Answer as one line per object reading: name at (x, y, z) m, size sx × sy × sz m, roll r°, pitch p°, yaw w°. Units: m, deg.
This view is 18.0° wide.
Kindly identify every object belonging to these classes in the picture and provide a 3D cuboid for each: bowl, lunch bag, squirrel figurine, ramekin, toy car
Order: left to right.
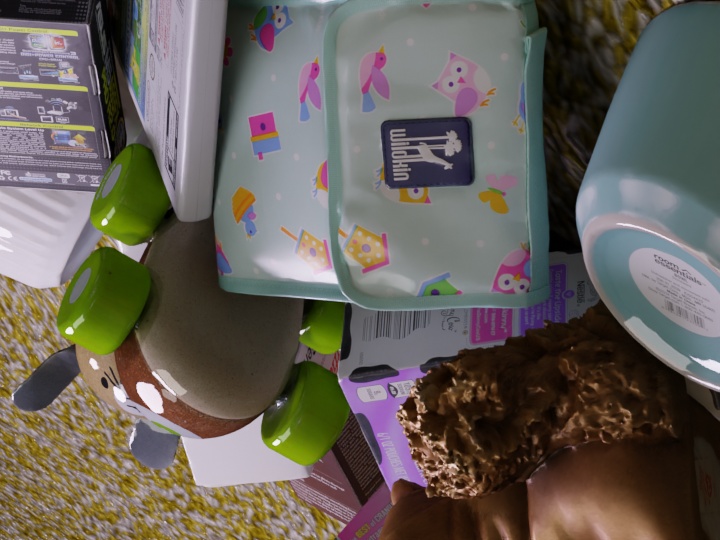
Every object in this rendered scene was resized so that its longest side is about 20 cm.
ramekin at (-0.198, -0.080, 1.509) m, size 0.094 × 0.203 × 0.202 m, roll 31°, pitch 158°, yaw 0°
toy car at (-0.118, 0.054, 1.319) m, size 0.164 × 0.158 × 0.200 m, roll 30°, pitch 135°, yaw -19°
lunch bag at (0.015, -0.069, 1.184) m, size 0.199 × 0.121 × 0.172 m, roll 8°, pitch 105°, yaw 45°
squirrel figurine at (0.086, 0.111, 1.178) m, size 0.185 × 0.142 × 0.201 m, roll -11°, pitch 120°, yaw 22°
bowl at (0.180, -0.016, 1.075) m, size 0.200 × 0.105 × 0.201 m, roll 35°, pitch 157°, yaw 17°

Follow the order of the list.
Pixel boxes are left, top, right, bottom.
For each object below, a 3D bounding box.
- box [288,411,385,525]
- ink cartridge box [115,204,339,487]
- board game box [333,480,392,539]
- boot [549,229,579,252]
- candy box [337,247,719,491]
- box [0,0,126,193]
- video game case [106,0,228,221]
box at (-0.029, 0.104, 1.704) m, size 0.100 × 0.075 × 0.201 m, roll 24°, pitch 153°, yaw 40°
ink cartridge box at (-0.077, 0.016, 1.454) m, size 0.084 × 0.146 × 0.201 m, roll -5°, pitch 123°, yaw 16°
board game box at (0.040, 0.160, 1.511) m, size 0.040 × 0.200 × 0.153 m, roll 38°, pitch 158°, yaw 12°
boot at (0.053, -0.017, 1.323) m, size 0.200 × 0.074 × 0.076 m, roll 41°, pitch 145°, yaw 2°
candy box at (0.107, 0.072, 1.270) m, size 0.199 × 0.072 × 0.168 m, roll -9°, pitch 136°, yaw 15°
box at (-0.241, -0.113, 1.313) m, size 0.198 × 0.045 × 0.161 m, roll 4°, pitch 145°, yaw 4°
video game case at (-0.105, -0.160, 1.220) m, size 0.183 × 0.022 × 0.201 m, roll -115°, pitch 24°, yaw -44°
